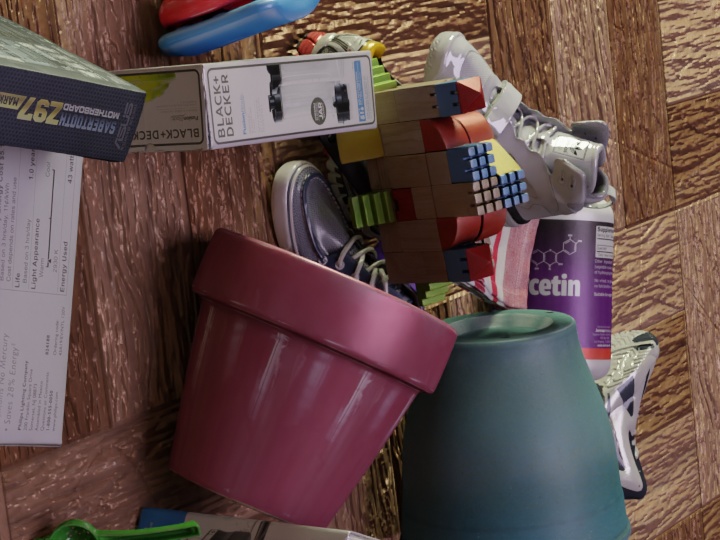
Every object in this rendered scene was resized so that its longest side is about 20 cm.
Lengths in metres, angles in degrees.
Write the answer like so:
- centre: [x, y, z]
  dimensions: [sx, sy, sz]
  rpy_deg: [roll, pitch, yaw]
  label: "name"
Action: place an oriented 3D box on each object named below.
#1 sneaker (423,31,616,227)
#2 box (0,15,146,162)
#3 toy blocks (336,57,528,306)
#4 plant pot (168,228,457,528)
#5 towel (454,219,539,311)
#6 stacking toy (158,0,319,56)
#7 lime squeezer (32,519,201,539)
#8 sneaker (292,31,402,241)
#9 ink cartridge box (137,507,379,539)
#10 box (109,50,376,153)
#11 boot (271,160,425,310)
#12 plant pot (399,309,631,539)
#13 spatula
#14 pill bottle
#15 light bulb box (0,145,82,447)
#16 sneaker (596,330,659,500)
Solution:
- centre: [0.134, -0.118, 1.599]
  dimensions: [0.201, 0.114, 0.075]
  rpy_deg: [59, 44, -36]
  label: "sneaker"
- centre: [-0.249, -0.127, 1.164]
  dimensions: [0.157, 0.199, 0.051]
  rpy_deg: [6, 108, -54]
  label: "box"
- centre: [0.068, -0.070, 1.507]
  dimensions: [0.099, 0.136, 0.202]
  rpy_deg: [-16, 99, -36]
  label: "toy blocks"
- centre: [-0.051, 0.088, 1.457]
  dimensions: [0.200, 0.199, 0.180]
  rpy_deg: [28, 84, -49]
  label: "plant pot"
- centre: [0.101, -0.055, 1.669]
  dimensions: [0.200, 0.023, 0.145]
  rpy_deg: [28, 69, -54]
  label: "towel"
- centre: [-0.117, -0.266, 1.434]
  dimensions: [0.116, 0.109, 0.202]
  rpy_deg: [-35, 108, -64]
  label: "stacking toy"
- centre: [-0.211, 0.207, 1.338]
  dimensions: [0.199, 0.071, 0.038]
  rpy_deg: [-21, 128, -20]
  label: "lime squeezer"
- centre: [0.012, -0.104, 1.610]
  dimensions: [0.078, 0.082, 0.201]
  rpy_deg: [-55, 132, -38]
  label: "sneaker"
- centre: [-0.074, 0.254, 1.404]
  dimensions: [0.084, 0.199, 0.146]
  rpy_deg: [27, 69, -50]
  label: "ink cartridge box"
- centre: [-0.091, -0.125, 1.445]
  dimensions: [0.199, 0.116, 0.061]
  rpy_deg: [-13, 101, -51]
  label: "box"
- centre: [0.000, 0.000, 1.589]
  dimensions: [0.073, 0.090, 0.201]
  rpy_deg: [-47, 127, -41]
  label: "boot"
- centre: [0.125, 0.136, 1.662]
  dimensions: [0.199, 0.199, 0.190]
  rpy_deg: [-18, 106, -51]
  label: "plant pot"
- centre: [0.016, -0.053, 1.597]
  dimensions: [0.056, 0.021, 0.200]
  rpy_deg: [-38, 134, -4]
  label: "spatula"
- centre: [0.177, 0.000, 1.807]
  dimensions: [0.112, 0.112, 0.202]
  rpy_deg: [2, 89, -53]
  label: "pill bottle"
- centre: [-0.284, 0.004, 1.183]
  dimensions: [0.199, 0.124, 0.200]
  rpy_deg: [8, 85, -52]
  label: "light bulb box"
- centre: [0.247, 0.163, 1.931]
  dimensions: [0.200, 0.079, 0.130]
  rpy_deg: [-55, 133, -36]
  label: "sneaker"
